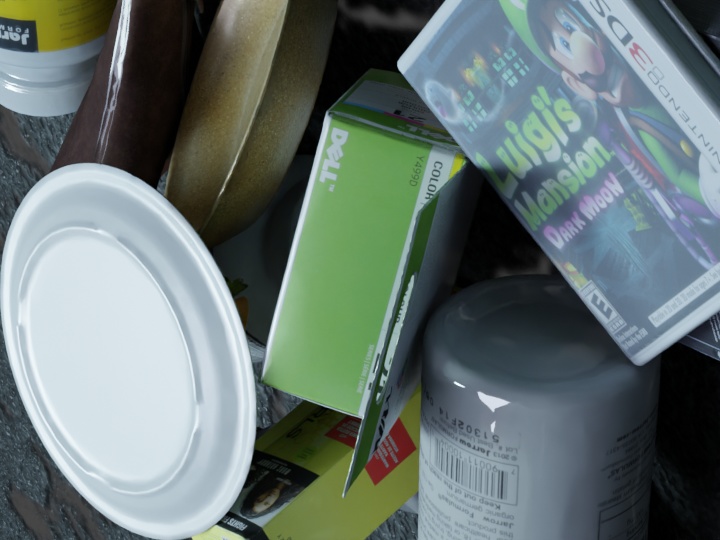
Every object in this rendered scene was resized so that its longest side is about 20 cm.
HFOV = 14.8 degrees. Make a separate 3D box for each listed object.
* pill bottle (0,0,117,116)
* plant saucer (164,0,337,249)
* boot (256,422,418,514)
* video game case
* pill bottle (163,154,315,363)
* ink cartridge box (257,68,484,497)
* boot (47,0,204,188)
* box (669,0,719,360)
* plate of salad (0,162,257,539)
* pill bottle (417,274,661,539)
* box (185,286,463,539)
[{"bbox_3d":[-0.186,-0.188,1.601,0.112,0.112,0.200,41,148,32],"label":"pill bottle"},{"bbox_3d":[-0.054,-0.096,1.445,0.035,0.201,0.200,18,156,-14],"label":"plant saucer"},{"bbox_3d":[-0.013,0.122,1.544,0.200,0.131,0.070,-140,29,-72],"label":"boot"},{"bbox_3d":[0.104,-0.058,1.196,0.182,0.023,0.200,52,157,4],"label":"video game case"},{"bbox_3d":[-0.047,-0.006,1.550,0.200,0.111,0.111,-11,108,62],"label":"pill bottle"},{"bbox_3d":[0.000,0.000,1.329,0.076,0.200,0.148,18,109,8],"label":"ink cartridge box"},{"bbox_3d":[-0.137,-0.090,1.524,0.072,0.200,0.167,16,129,9],"label":"boot"},{"bbox_3d":[0.159,-0.044,1.204,0.158,0.048,0.200,25,144,48],"label":"box"},{"bbox_3d":[-0.115,0.040,1.426,0.200,0.048,0.201,20,120,41],"label":"plate of salad"},{"bbox_3d":[0.085,0.113,1.356,0.114,0.114,0.200,33,134,41],"label":"pill bottle"},{"bbox_3d":[0.003,0.089,1.457,0.075,0.200,0.050,17,140,55],"label":"box"}]
